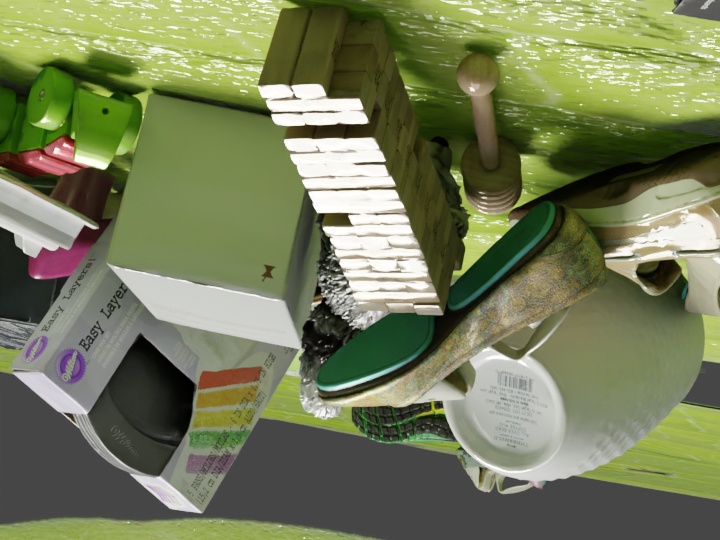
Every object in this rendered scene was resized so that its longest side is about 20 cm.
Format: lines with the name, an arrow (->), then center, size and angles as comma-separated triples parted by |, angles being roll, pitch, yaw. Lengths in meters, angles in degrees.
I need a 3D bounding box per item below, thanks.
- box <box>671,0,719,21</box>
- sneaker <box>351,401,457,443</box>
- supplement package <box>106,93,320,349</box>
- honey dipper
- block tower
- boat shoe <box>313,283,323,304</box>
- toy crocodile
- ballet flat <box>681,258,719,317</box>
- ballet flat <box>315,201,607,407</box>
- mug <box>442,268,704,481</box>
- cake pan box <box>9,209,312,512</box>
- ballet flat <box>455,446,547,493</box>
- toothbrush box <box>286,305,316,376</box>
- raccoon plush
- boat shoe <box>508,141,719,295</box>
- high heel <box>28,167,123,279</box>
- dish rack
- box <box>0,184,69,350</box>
box -> 0.209, -0.122, 0.564 | 0.156, 0.050, 0.200 | 12, 169, -6
sneaker -> 0.083, 0.196, 2.232 | 0.198, 0.079, 0.085 | 7, 169, 18
supplement package -> -0.088, -0.028, 1.159 | 0.116, 0.118, 0.200 | 12, 170, 4
honey dipper -> 0.073, -0.077, 0.971 | 0.038, 0.038, 0.200 | 9, 167, 8
block tower -> 0.005, -0.051, 0.921 | 0.054, 0.058, 0.201 | 1, 145, 21
boat shoe -> 0.000, 0.000, 1.338 | 0.073, 0.070, 0.199 | 17, 167, -31
toy crocodile -> -0.200, -0.088, 1.110 | 0.067, 0.062, 0.199 | 18, 167, -34
ballet flat -> 0.239, 0.000, 1.088 | 0.069, 0.070, 0.200 | 7, 169, 17
ballet flat -> 0.062, 0.038, 1.011 | 0.200, 0.071, 0.070 | -37, 145, 23
mug -> 0.113, 0.054, 1.162 | 0.199, 0.149, 0.175 | 25, -153, 23
cake pan box -> -0.146, 0.058, 1.301 | 0.052, 0.201, 0.184 | -3, 137, 51
ballet flat -> 0.223, 0.322, 2.752 | 0.069, 0.072, 0.199 | 19, 167, -41
toothbrush box -> -0.037, 0.044, 1.556 | 0.145, 0.087, 0.199 | 21, 166, -42
raccoon plush -> 0.018, 0.012, 1.071 | 0.096, 0.202, 0.134 | 6, -170, -5
boat shoe -> 0.160, -0.020, 1.007 | 0.071, 0.077, 0.200 | -28, -171, -27
high heel -> -0.197, -0.017, 1.359 | 0.067, 0.097, 0.200 | 19, 172, 31
dish rack -> -0.291, -0.072, 1.169 | 0.199, 0.044, 0.171 | 29, 179, 27
box -> -0.276, 0.002, 1.479 | 0.197, 0.124, 0.200 | 6, 170, 27
